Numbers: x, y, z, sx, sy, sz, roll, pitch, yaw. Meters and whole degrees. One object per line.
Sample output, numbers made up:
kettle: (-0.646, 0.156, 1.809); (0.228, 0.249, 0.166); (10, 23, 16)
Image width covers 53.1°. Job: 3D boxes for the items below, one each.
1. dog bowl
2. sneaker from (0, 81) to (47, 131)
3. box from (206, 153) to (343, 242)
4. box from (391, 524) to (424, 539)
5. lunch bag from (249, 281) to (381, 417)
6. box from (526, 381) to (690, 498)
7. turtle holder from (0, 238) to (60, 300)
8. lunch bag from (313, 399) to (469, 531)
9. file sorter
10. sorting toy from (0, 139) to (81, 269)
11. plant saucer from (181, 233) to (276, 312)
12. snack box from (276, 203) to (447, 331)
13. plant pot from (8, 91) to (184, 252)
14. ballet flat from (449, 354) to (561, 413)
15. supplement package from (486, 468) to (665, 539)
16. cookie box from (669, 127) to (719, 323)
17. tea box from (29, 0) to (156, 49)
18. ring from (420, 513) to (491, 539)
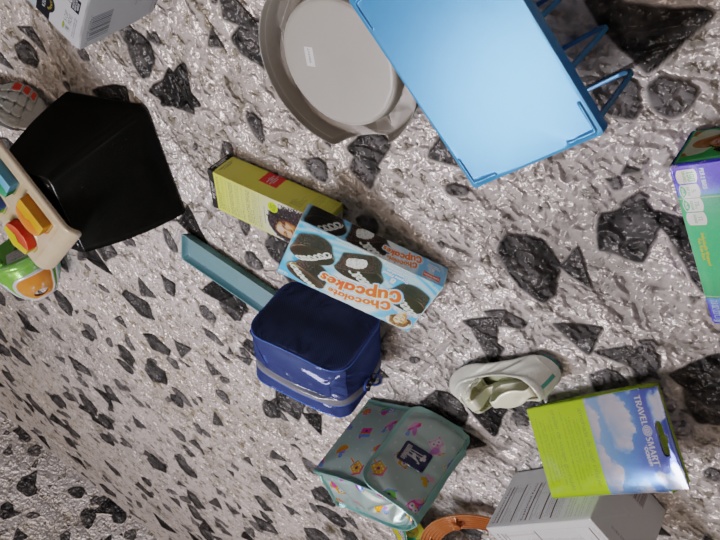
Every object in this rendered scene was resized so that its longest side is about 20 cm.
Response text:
dog bowl: (-0.013, -0.229, 0.768); (0.200, 0.059, 0.200); (24, 138, 23)
sneaker: (-0.600, -0.279, 1.254); (0.200, 0.077, 0.082); (25, 166, 23)
box: (-0.119, -0.091, 1.003); (0.200, 0.050, 0.075); (25, 140, 23)
box: (0.102, 0.517, 1.360); (0.117, 0.048, 0.200); (42, 159, 57)
lunch bag: (-0.058, 0.126, 1.088); (0.200, 0.136, 0.132); (23, 139, 22)
box: (0.304, 0.209, 0.877); (0.200, 0.048, 0.122); (-28, 74, 52)
turtle holder: (-0.723, -0.012, 1.545); (0.185, 0.141, 0.132); (8, 132, 35)
lunch bag: (0.055, 0.301, 1.125); (0.200, 0.170, 0.122); (0, 128, 47)
file sorter: (0.121, -0.202, 0.621); (0.139, 0.123, 0.200); (-20, 111, 50)
sorting toy: (-0.518, -0.096, 1.075); (0.200, 0.036, 0.185); (51, 142, -10)
plant saucer: (-0.222, 0.007, 1.217); (0.200, 0.019, 0.070); (32, 141, 12)
snack box: (0.000, 0.000, 0.946); (0.200, 0.037, 0.116); (25, 140, -6)
plant pot: (-0.433, -0.141, 1.132); (0.199, 0.177, 0.200); (16, 136, 31)
ballet flat: (0.178, 0.159, 0.967); (0.069, 0.069, 0.200); (51, 142, -11)
supplement package: (0.296, 0.349, 1.008); (0.114, 0.110, 0.200); (48, 142, -8)
cookie box: (0.381, -0.041, 0.584); (0.200, 0.075, 0.171); (-3, 123, 43)
tea box: (-0.324, -0.405, 0.813); (0.197, 0.134, 0.200); (46, 143, -3)
ring: (0.202, 0.492, 1.248); (0.200, 0.019, 0.201); (8, 127, 11)
